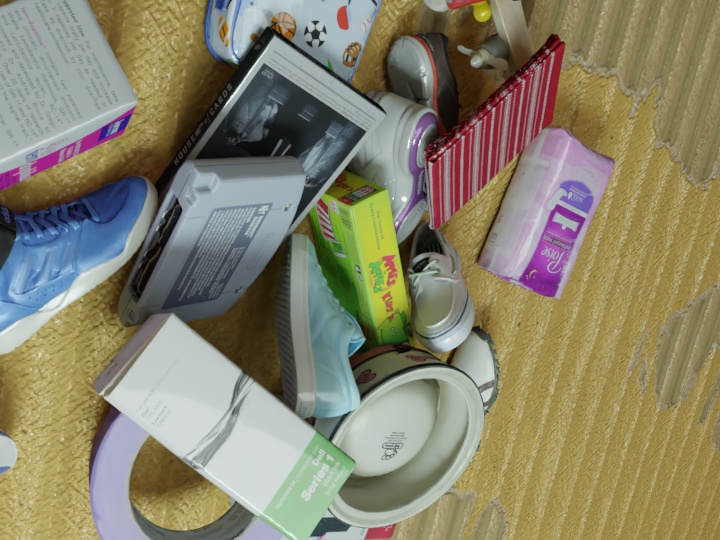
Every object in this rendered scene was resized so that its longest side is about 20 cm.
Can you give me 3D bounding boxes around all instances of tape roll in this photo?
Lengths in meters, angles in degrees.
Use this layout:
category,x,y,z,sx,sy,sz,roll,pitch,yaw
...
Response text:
category,x,y,z,sx,sy,sz,roll,pitch,yaw
tape roll,-0.163,0.198,0.780,0.196,0.085,0.205,1,87,-21

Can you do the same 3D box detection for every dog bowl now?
category,x,y,z,sx,sy,sz,roll,pitch,yaw
dog bowl,0.032,0.169,0.845,0.197,0.074,0.204,-15,123,-24

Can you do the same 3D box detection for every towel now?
category,x,y,z,sx,sy,sz,roll,pitch,yaw
towel,0.140,-0.142,0.840,0.200,0.022,0.145,-43,157,-12

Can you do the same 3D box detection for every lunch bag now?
category,x,y,z,sx,sy,sz,roll,pitch,yaw
lunch bag,-0.057,-0.273,0.726,0.158,0.075,0.204,8,104,-36

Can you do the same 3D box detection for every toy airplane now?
category,x,y,z,sx,sy,sz,roll,pitch,yaw
toy airplane,0.129,-0.314,0.823,0.198,0.139,0.204,28,57,-52

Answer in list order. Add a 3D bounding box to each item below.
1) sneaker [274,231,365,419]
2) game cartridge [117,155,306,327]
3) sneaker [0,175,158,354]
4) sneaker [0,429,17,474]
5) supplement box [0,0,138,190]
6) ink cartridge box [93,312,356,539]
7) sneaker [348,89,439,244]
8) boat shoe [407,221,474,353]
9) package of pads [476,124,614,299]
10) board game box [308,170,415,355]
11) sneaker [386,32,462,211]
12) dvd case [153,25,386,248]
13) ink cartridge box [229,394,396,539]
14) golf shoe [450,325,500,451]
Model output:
category,x,y,z,sx,sy,sz,roll,pitch,yaw
sneaker,-0.039,0.054,0.791,0.080,0.203,0.074,6,148,-20
game cartridge,-0.132,-0.025,0.726,0.131,0.041,0.201,-6,144,-43
sneaker,-0.269,-0.031,0.662,0.199,0.077,0.112,-41,137,-8
sneaker,-0.358,0.105,0.653,0.080,0.115,0.201,-31,153,-19
supplement box,-0.279,-0.117,0.586,0.198,0.101,0.105,-32,98,-22
ink cartridge box,-0.120,0.128,0.676,0.200,0.146,0.085,42,73,-15
sneaker,0.025,-0.104,0.862,0.075,0.099,0.203,-37,150,-42
boat shoe,0.077,0.013,0.884,0.073,0.201,0.067,-29,113,13
package of pads,0.239,-0.075,1.022,0.119,0.075,0.203,18,97,-37
board game box,0.000,0.000,0.858,0.047,0.101,0.203,-26,122,-24
sneaker,0.087,-0.163,0.878,0.081,0.076,0.204,-30,126,-34
dvd case,-0.088,-0.108,0.751,0.149,0.025,0.201,24,114,-42
ink cartridge box,-0.036,0.235,0.938,0.197,0.082,0.148,12,101,-39
golf shoe,0.122,0.171,1.037,0.087,0.077,0.204,5,105,-30
